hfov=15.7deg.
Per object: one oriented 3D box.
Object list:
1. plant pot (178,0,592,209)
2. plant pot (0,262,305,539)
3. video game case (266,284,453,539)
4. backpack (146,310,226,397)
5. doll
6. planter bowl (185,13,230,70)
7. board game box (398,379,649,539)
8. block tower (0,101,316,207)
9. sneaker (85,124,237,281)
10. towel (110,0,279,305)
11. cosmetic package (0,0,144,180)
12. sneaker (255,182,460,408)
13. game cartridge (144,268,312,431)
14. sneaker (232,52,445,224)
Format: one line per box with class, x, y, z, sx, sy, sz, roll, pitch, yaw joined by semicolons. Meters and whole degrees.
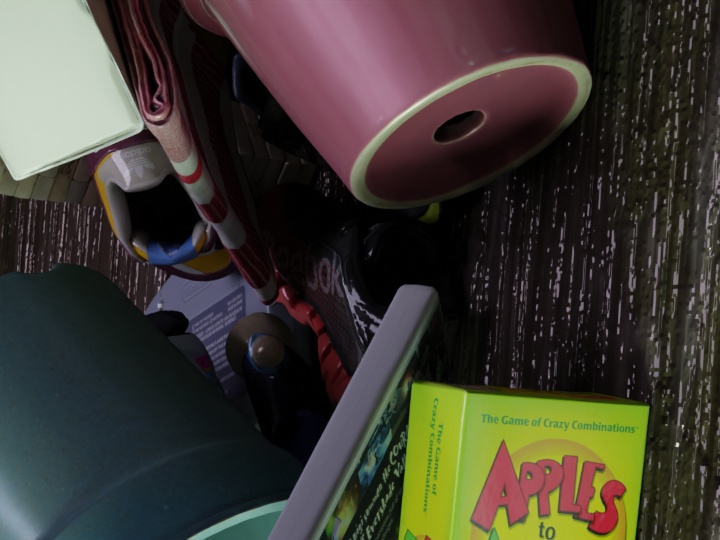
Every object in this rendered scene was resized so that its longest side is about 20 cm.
plant pot;0.018;-0.138;1.264;0.200;0.199;0.180;-51;58;48
plant pot;-0.127;0.114;1.249;0.196;0.199;0.201;48;130;30
video game case;0.007;0.138;1.186;0.200;0.023;0.183;-61;-31;-45
backpack;-0.131;0.108;1.452;0.127;0.166;0.200;55;152;9
doll;-0.032;0.088;1.393;0.200;0.048;0.137;-112;-1;-50
planter bowl;-0.150;-0.107;1.582;0.084;0.199;0.201;56;134;35
board game box;0.067;0.154;1.179;0.048;0.101;0.201;8;92;60
block tower;-0.130;-0.070;1.513;0.058;0.199;0.054;-107;33;-47
sneaker;-0.106;-0.029;1.438;0.200;0.075;0.091;62;-167;-57
towel;-0.085;-0.085;1.331;0.200;0.023;0.145;61;-169;-60
cosmetic package;-0.155;-0.131;1.305;0.200;0.071;0.106;-95;-18;-70
sneaker;0.000;0.000;1.381;0.201;0.070;0.098;57;135;49
game cartridge;-0.083;0.052;1.577;0.200;0.041;0.134;-31;61;58
sneaker;-0.009;-0.076;1.403;0.200;0.080;0.074;33;114;61
